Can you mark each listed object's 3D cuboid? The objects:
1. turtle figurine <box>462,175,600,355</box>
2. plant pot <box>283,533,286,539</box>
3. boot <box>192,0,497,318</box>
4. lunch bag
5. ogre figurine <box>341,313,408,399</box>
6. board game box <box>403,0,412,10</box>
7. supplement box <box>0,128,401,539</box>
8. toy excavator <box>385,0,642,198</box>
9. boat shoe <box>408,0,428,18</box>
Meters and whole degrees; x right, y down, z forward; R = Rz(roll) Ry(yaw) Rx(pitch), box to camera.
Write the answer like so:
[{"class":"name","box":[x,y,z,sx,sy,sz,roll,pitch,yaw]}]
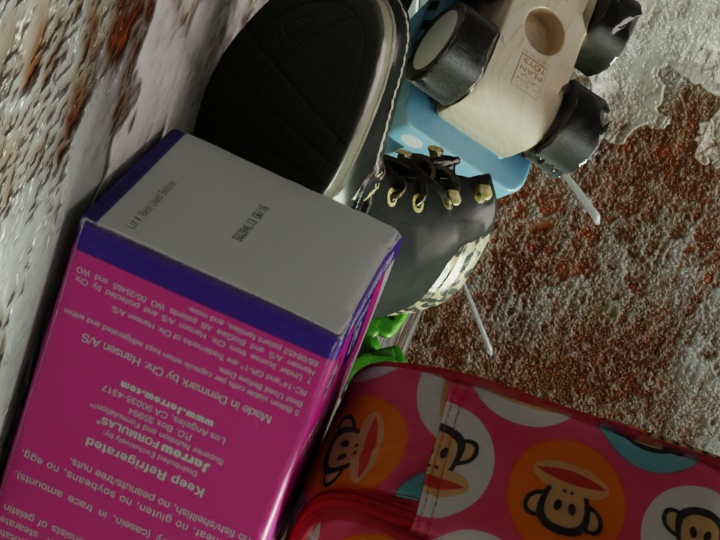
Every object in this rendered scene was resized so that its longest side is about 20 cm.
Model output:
[{"class":"turtle figurine","box":[0.101,-0.079,1.428,0.144,0.200,0.194,-29,147,-2]},{"class":"plant pot","box":[-0.083,0.228,0.967,0.175,0.200,0.200,-46,170,-14]},{"class":"boot","box":[0.002,-0.044,0.755,0.153,0.073,0.204,-16,141,-45]},{"class":"lunch bag","box":[0.068,0.121,0.686,0.176,0.199,0.082,106,3,-61]},{"class":"ogre figurine","box":[0.000,0.000,1.091,0.120,0.098,0.201,115,-43,-64]},{"class":"board game box","box":[-0.016,-0.097,0.875,0.136,0.034,0.201,71,43,-83]},{"class":"supplement box","box":[-0.071,0.067,0.670,0.101,0.103,0.201,-59,173,-64]},{"class":"toy excavator","box":[0.038,-0.074,0.959,0.200,0.100,0.195,-22,-138,59]},{"class":"boat shoe","box":[0.058,-0.185,1.024,0.200,0.073,0.067,106,11,-46]}]
